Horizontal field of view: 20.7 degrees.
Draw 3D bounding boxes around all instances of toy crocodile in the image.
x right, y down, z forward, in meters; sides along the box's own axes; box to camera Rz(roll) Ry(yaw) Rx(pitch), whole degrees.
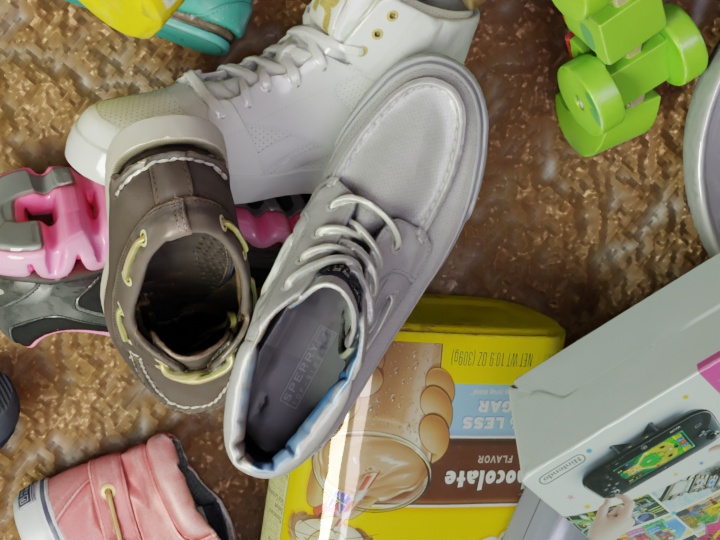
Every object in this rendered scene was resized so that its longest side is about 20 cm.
[{"bbox_3d":[0.115,-0.127,0.914,0.067,0.062,0.201,-32,143,-13],"label":"toy crocodile"}]

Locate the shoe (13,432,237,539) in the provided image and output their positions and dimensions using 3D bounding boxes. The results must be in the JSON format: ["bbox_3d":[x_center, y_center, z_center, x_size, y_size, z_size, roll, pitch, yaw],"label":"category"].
[{"bbox_3d":[-0.093,0.182,1.002,0.090,0.072,0.201,-24,102,3],"label":"shoe"}]

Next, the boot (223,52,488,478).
[{"bbox_3d":[0.000,0.000,0.861,0.073,0.096,0.201,24,96,-1],"label":"boot"}]

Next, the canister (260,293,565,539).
[{"bbox_3d":[0.021,0.116,0.984,0.147,0.086,0.202,3,102,-27],"label":"canister"}]

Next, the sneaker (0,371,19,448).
[{"bbox_3d":[-0.244,0.124,0.979,0.199,0.070,0.082,-31,126,1],"label":"sneaker"}]

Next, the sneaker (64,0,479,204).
[{"bbox_3d":[-0.037,-0.095,0.910,0.199,0.074,0.116,-5,125,-33],"label":"sneaker"}]

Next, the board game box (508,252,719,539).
[{"bbox_3d":[0.186,0.090,0.909,0.147,0.065,0.200,-33,126,24],"label":"board game box"}]

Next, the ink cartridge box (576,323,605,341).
[{"bbox_3d":[0.213,0.056,0.953,0.159,0.200,0.048,25,64,-16],"label":"ink cartridge box"}]

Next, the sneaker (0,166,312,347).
[{"bbox_3d":[-0.092,-0.004,0.967,0.198,0.079,0.096,-5,129,-9],"label":"sneaker"}]

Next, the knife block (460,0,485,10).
[{"bbox_3d":[0.067,-0.200,0.859,0.199,0.176,0.064,-37,74,-12],"label":"knife block"}]

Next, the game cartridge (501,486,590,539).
[{"bbox_3d":[0.149,0.167,1.008,0.199,0.041,0.134,27,90,-36],"label":"game cartridge"}]

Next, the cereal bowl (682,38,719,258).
[{"bbox_3d":[0.252,-0.063,0.985,0.198,0.083,0.202,-2,104,-8],"label":"cereal bowl"}]

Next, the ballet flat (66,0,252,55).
[{"bbox_3d":[-0.144,-0.159,0.922,0.198,0.067,0.071,14,82,-13],"label":"ballet flat"}]

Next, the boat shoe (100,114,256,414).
[{"bbox_3d":[-0.080,0.014,0.890,0.071,0.060,0.201,-8,146,-9],"label":"boat shoe"}]

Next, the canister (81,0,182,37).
[{"bbox_3d":[-0.080,-0.221,0.859,0.148,0.086,0.200,42,76,-11],"label":"canister"}]
